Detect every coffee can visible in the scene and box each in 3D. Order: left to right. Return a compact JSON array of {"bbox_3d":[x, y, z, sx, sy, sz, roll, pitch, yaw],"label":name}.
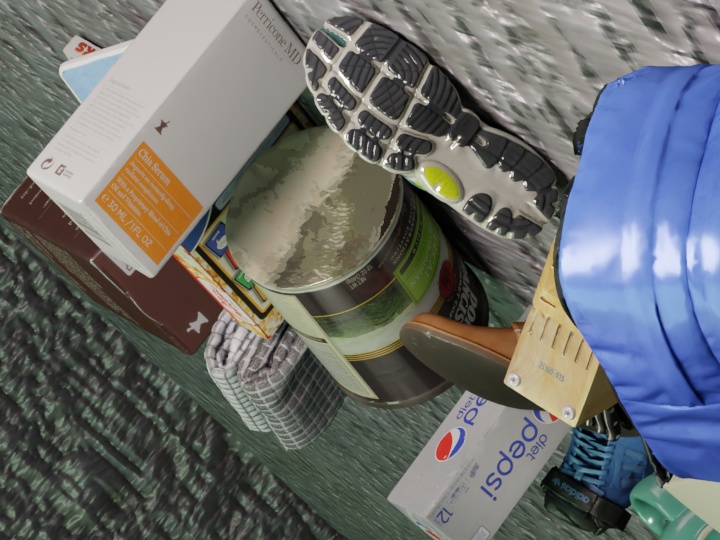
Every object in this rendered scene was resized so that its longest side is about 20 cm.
[{"bbox_3d":[0.000,0.000,1.678,0.146,0.147,0.200,30,166,36],"label":"coffee can"}]

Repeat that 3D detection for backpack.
[{"bbox_3d":[0.192,-0.010,1.024,0.167,0.163,0.200,-7,143,32],"label":"backpack"}]

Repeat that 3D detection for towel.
[{"bbox_3d":[-0.042,0.044,1.869,0.085,0.200,0.166,25,165,23],"label":"towel"}]

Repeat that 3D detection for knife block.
[{"bbox_3d":[0.183,0.031,1.492,0.064,0.175,0.201,31,122,25],"label":"knife block"}]

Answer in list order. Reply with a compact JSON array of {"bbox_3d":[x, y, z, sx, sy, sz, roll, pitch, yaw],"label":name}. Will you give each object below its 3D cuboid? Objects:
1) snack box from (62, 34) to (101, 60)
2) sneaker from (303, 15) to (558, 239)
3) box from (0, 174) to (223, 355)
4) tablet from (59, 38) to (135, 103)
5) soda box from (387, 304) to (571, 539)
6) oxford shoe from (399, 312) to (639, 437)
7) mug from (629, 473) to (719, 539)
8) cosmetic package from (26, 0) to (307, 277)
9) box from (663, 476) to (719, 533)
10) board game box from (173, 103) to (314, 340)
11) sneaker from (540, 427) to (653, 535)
[{"bbox_3d":[-0.190,-0.153,1.979,0.200,0.024,0.072,31,164,31],"label":"snack box"},{"bbox_3d":[0.040,-0.088,1.403,0.200,0.078,0.080,40,178,-12],"label":"sneaker"},{"bbox_3d":[-0.215,-0.049,2.117,0.200,0.164,0.166,24,162,50],"label":"box"},{"bbox_3d":[-0.156,-0.117,1.821,0.130,0.014,0.200,-13,129,29],"label":"tablet"},{"bbox_3d":[0.113,0.127,1.691,0.063,0.200,0.068,42,169,-26],"label":"soda box"},{"bbox_3d":[0.129,0.065,1.625,0.199,0.071,0.071,18,156,2],"label":"oxford shoe"},{"bbox_3d":[0.292,0.248,1.712,0.184,0.152,0.114,14,158,13],"label":"mug"},{"bbox_3d":[-0.131,-0.107,1.519,0.071,0.200,0.101,27,165,42],"label":"cosmetic package"},{"bbox_3d":[0.294,0.151,1.562,0.082,0.068,0.200,39,169,-1],"label":"box"},{"bbox_3d":[-0.089,-0.059,1.713,0.046,0.152,0.200,27,164,42],"label":"board game box"},{"bbox_3d":[0.199,0.160,1.786,0.077,0.111,0.200,33,168,24],"label":"sneaker"}]
